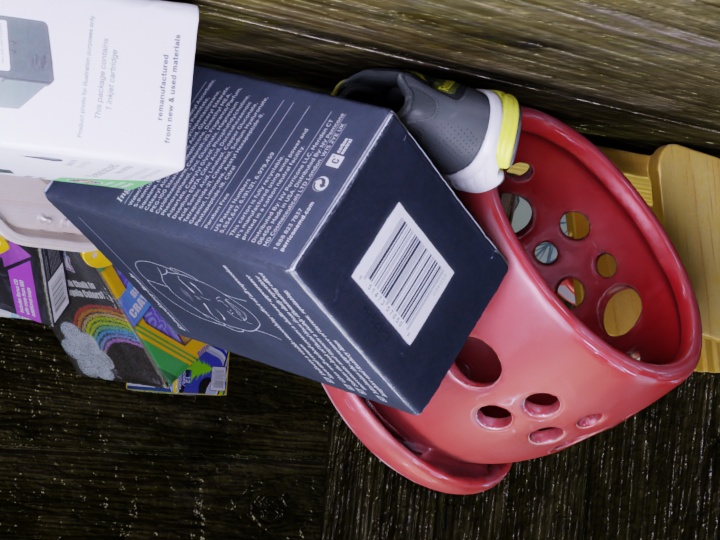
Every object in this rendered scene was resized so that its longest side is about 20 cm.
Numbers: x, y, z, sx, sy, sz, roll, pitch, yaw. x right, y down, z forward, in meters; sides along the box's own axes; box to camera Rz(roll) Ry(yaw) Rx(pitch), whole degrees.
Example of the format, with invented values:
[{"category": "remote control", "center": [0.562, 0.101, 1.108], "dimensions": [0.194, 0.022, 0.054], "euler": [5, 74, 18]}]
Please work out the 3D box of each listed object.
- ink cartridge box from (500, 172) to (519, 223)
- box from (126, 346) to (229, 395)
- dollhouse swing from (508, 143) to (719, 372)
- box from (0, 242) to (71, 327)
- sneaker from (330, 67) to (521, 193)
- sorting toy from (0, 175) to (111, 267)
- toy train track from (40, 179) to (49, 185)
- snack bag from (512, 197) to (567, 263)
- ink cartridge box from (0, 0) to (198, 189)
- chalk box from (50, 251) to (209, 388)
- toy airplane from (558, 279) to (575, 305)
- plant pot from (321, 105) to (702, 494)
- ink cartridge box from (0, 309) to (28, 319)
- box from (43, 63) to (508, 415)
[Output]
[{"category": "ink cartridge box", "center": [-0.001, -0.050, 1.544], "dimensions": [0.165, 0.075, 0.200], "euler": [16, 175, -15]}, {"category": "box", "center": [-0.155, 0.009, 1.951], "dimensions": [0.070, 0.200, 0.064], "euler": [1, 176, 44]}, {"category": "dollhouse swing", "center": [0.161, -0.011, 1.574], "dimensions": [0.176, 0.182, 0.200], "euler": [-6, 180, -15]}, {"category": "box", "center": [-0.324, -0.041, 1.709], "dimensions": [0.200, 0.036, 0.143], "euler": [18, 141, 16]}, {"category": "sneaker", "center": [0.009, -0.085, 1.275], "dimensions": [0.085, 0.075, 0.200], "euler": [22, 164, -30]}, {"category": "sorting toy", "center": [-0.255, -0.084, 1.576], "dimensions": [0.200, 0.107, 0.180], "euler": [8, -165, -45]}, {"category": "toy train track", "center": [-0.113, -0.046, 1.407], "dimensions": [0.200, 0.033, 0.115], "euler": [5, 179, 19]}, {"category": "snack bag", "center": [0.091, -0.006, 1.813], "dimensions": [0.200, 0.021, 0.189], "euler": [1, 136, -34]}, {"category": "ink cartridge box", "center": [-0.194, -0.095, 1.103], "dimensions": [0.200, 0.084, 0.146], "euler": [6, 176, -15]}, {"category": "chalk box", "center": [-0.195, -0.025, 1.772], "dimensions": [0.125, 0.200, 0.124], "euler": [5, -141, 47]}, {"category": "toy airplane", "center": [0.280, 0.019, 2.043], "dimensions": [0.199, 0.141, 0.200], "euler": [3, 177, 17]}, {"category": "plant pot", "center": [0.080, 0.029, 1.362], "dimensions": [0.182, 0.201, 0.200], "euler": [-40, 152, 28]}, {"category": "ink cartridge box", "center": [-0.306, -0.034, 1.908], "dimensions": [0.200, 0.146, 0.083], "euler": [8, 178, -42]}, {"category": "box", "center": [-0.046, -0.022, 1.231], "dimensions": [0.200, 0.107, 0.148], "euler": [16, 157, 40]}]
